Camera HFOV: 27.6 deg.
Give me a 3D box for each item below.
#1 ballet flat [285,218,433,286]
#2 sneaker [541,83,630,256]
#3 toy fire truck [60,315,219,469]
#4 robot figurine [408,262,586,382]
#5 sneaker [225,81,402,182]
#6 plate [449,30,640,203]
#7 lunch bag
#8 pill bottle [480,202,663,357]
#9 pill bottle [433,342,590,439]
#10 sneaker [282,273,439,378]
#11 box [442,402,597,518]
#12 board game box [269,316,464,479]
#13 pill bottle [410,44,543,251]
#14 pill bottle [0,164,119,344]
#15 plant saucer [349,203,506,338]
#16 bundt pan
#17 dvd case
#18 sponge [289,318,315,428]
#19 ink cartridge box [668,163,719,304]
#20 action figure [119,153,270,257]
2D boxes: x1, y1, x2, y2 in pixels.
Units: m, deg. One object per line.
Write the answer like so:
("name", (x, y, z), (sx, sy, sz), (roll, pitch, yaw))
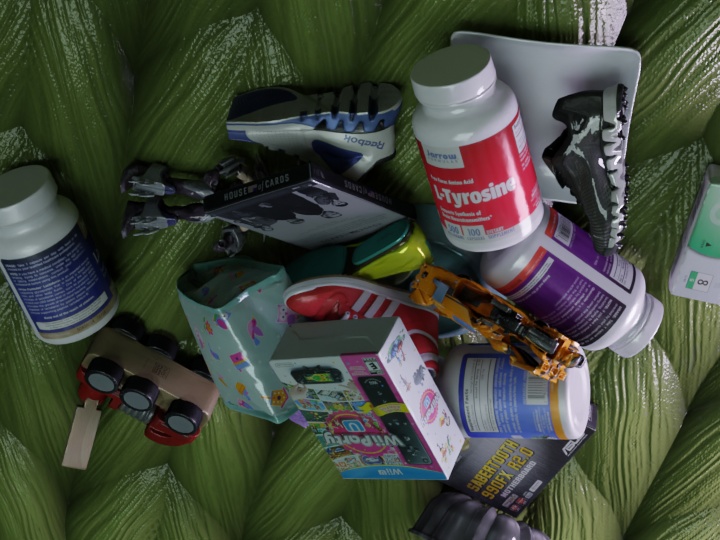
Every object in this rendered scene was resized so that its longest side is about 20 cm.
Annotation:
("ballet flat", (0.000, 0.000, 1.692), (0.199, 0.067, 0.067), (-20, 128, 34))
("sneaker", (0.239, -0.106, 1.554), (0.090, 0.067, 0.201), (2, 124, 14))
("toy fire truck", (-0.301, 0.184, 1.913), (0.176, 0.129, 0.200), (29, 140, -11))
("robot figurine", (0.156, 0.061, 1.619), (0.200, 0.145, 0.058), (32, 93, 31))
("sneaker", (-0.047, -0.138, 1.619), (0.198, 0.081, 0.116), (-1, 125, 11))
("plate", (0.191, -0.166, 1.575), (0.199, 0.032, 0.200), (7, 128, 7))
("lunch bag", (-0.138, 0.077, 1.753), (0.200, 0.122, 0.171), (11, 129, 60))
("pill bottle", (0.241, 0.015, 1.654), (0.200, 0.113, 0.112), (34, 127, -14))
("pill bottle", (0.160, 0.141, 1.714), (0.199, 0.112, 0.112), (-2, 128, 23))
("sneaker", (0.007, 0.075, 1.659), (0.199, 0.113, 0.071), (10, 150, -27))
("box", (0.183, 0.212, 1.863), (0.158, 0.048, 0.200), (27, 128, -10))
("board game box", (0.010, 0.147, 1.645), (0.147, 0.064, 0.200), (-5, 131, 33))
("pill bottle", (0.118, -0.129, 1.529), (0.112, 0.112, 0.201), (-8, 125, 18))
("pill bottle", (-0.378, -0.020, 1.762), (0.115, 0.116, 0.201), (-8, 126, 18))
("plant saucer", (0.078, 0.012, 1.738), (0.199, 0.036, 0.201), (6, 129, 8))
("bundt pan", (0.167, 0.349, 1.908), (0.201, 0.076, 0.202), (26, 172, 4))
("dvd case", (-0.053, -0.068, 1.628), (0.150, 0.025, 0.200), (-15, 161, 33))
("sponge", (-0.070, 0.106, 1.841), (0.111, 0.030, 0.200), (31, 129, -4))
("ink cartridge box", (0.459, -0.024, 1.619), (0.199, 0.050, 0.161), (14, 129, 4))
("action figure", (-0.177, -0.078, 1.704), (0.199, 0.069, 0.131), (2, 119, 6))
